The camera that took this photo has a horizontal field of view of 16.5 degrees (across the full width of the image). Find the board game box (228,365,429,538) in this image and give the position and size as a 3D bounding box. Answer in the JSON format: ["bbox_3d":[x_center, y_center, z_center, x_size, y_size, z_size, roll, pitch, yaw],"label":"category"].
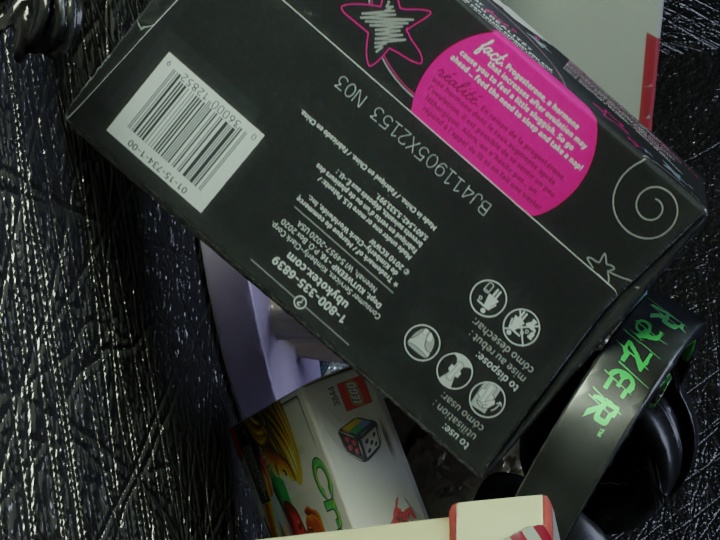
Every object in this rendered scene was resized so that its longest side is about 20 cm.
[{"bbox_3d":[0.008,0.144,1.017,0.201,0.034,0.126,69,-19,5],"label":"board game box"}]

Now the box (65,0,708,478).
[{"bbox_3d":[0.014,-0.043,0.917,0.200,0.132,0.115,41,12,1],"label":"box"}]

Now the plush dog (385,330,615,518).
[{"bbox_3d":[0.066,0.100,1.406,0.160,0.200,0.172,38,23,-28],"label":"plush dog"}]

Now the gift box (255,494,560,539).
[{"bbox_3d":[0.008,0.189,0.805,0.201,0.185,0.185,74,12,-47],"label":"gift box"}]

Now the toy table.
[{"bbox_3d":[0.000,0.000,1.133,0.185,0.116,0.201,-88,166,-47],"label":"toy table"}]

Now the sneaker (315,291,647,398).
[{"bbox_3d":[0.058,0.023,1.249,0.086,0.199,0.078,43,-30,41],"label":"sneaker"}]

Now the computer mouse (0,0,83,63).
[{"bbox_3d":[-0.116,-0.171,0.757,0.201,0.044,0.110,74,13,-45],"label":"computer mouse"}]

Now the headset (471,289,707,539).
[{"bbox_3d":[0.092,0.095,0.945,0.124,0.094,0.200,-51,168,-34],"label":"headset"}]

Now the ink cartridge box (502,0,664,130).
[{"bbox_3d":[0.085,-0.156,1.127,0.201,0.083,0.146,-92,-179,-53],"label":"ink cartridge box"}]
